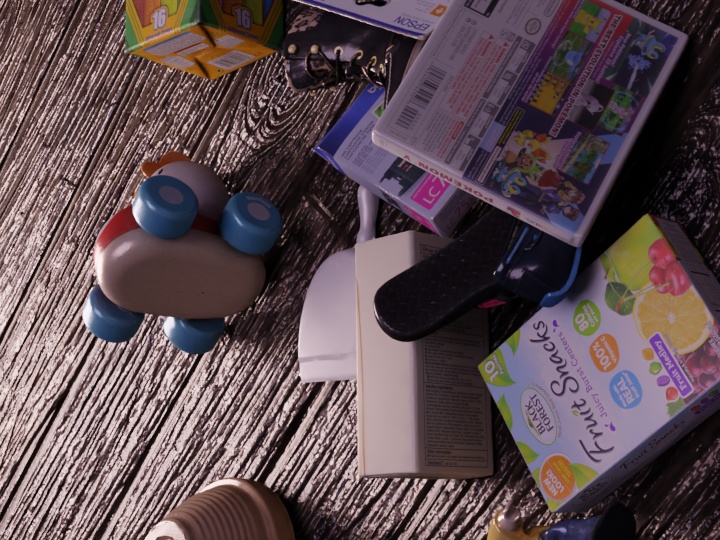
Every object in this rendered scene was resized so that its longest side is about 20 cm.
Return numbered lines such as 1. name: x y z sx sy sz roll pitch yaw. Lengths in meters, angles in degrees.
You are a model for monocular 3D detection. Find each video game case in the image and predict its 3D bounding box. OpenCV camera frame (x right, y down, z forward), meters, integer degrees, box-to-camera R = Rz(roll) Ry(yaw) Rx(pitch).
1. video game case: 0.134 -0.141 1.042 0.181 0.023 0.201 28 71 10

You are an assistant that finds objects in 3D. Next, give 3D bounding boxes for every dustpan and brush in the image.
1. dustpan and brush: 0.000 0.000 1.258 0.139 0.057 0.202 -8 84 43

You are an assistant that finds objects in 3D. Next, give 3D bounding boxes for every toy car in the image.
1. toy car: -0.195 -0.052 1.383 0.185 0.175 0.201 -58 36 35

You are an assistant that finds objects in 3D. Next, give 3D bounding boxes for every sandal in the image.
1. sandal: 0.101 0.000 1.099 0.199 0.045 0.075 -27 59 -7

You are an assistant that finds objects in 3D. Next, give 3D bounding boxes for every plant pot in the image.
1. plant pot: -0.157 0.298 1.304 0.200 0.092 0.203 -24 57 44

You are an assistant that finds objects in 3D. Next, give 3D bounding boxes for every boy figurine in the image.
1. boy figurine: 0.138 0.236 1.047 0.199 0.064 0.125 -30 96 46

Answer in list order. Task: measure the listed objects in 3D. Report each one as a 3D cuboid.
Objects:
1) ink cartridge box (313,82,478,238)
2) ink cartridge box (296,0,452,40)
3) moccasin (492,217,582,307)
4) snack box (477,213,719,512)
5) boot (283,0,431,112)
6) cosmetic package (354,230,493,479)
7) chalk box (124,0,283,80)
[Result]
1. ink cartridge box: 0.044 -0.122 1.210 0.120 0.042 0.200 -50 46 -5
2. ink cartridge box: 0.059 -0.272 1.177 0.200 0.041 0.199 -46 44 -17
3. moccasin: 0.146 -0.071 1.059 0.081 0.067 0.201 111 173 -55
4. snack box: 0.198 0.075 1.042 0.200 0.053 0.143 -45 54 30
5. boot: 0.005 -0.181 1.191 0.149 0.073 0.201 -6 48 22
6. cosmetic package: 0.054 0.076 1.149 0.073 0.103 0.202 -13 73 44
7. chalk box: -0.165 -0.325 1.416 0.124 0.123 0.202 -13 74 42
